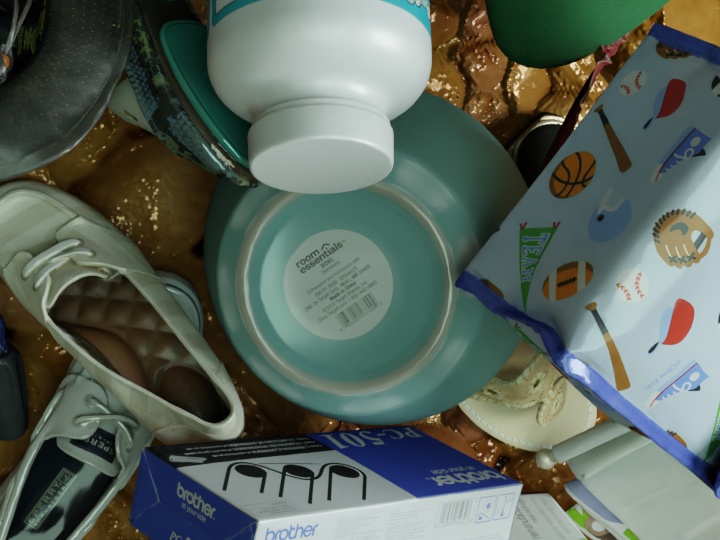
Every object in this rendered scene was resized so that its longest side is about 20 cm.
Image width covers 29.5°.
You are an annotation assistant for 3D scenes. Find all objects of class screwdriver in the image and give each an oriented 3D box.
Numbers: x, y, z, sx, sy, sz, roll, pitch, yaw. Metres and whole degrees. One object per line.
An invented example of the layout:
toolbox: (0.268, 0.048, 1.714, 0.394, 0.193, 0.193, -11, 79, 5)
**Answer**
screwdriver: (-0.205, 0.013, 0.748, 0.028, 0.029, 0.201, -15, 128, -21)

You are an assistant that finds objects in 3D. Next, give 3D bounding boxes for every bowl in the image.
bowl: (0.000, 0.000, 0.745, 0.199, 0.105, 0.203, 1, 99, 7)

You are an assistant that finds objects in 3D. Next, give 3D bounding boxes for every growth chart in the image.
growth chart: (0.203, 0.161, 0.870, 0.144, 0.018, 0.200, -27, 116, 36)

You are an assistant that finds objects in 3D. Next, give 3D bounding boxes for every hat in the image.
hat: (-0.214, -0.120, 0.672, 0.199, 0.081, 0.202, 3, 77, -14)
hat: (0.104, -0.126, 0.763, 0.165, 0.200, 0.177, 34, 129, 22)

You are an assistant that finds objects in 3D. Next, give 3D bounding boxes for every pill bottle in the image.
pill bottle: (-0.021, -0.144, 0.674, 0.110, 0.111, 0.202, 3, 72, -12)

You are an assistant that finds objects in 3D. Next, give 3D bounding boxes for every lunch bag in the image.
lunch bag: (0.180, 0.010, 0.676, 0.170, 0.124, 0.200, -50, 125, 3)

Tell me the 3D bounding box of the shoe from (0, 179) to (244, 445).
shoe: (-0.134, 0.021, 0.746, 0.070, 0.053, 0.200, -43, 83, -14)

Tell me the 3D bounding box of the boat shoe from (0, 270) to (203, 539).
boat shoe: (-0.150, 0.096, 0.790, 0.073, 0.065, 0.201, 26, 97, -16)

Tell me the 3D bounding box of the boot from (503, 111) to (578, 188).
boot: (0.174, -0.004, 0.794, 0.077, 0.138, 0.200, -45, 108, 2)

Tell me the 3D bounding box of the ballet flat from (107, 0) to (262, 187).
ballet flat: (-0.113, -0.119, 0.716, 0.074, 0.074, 0.201, -26, 79, -4)

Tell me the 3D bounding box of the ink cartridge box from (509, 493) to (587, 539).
ink cartridge box: (0.042, 0.205, 0.817, 0.198, 0.146, 0.085, -2, 105, -12)

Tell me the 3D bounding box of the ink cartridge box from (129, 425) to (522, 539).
ink cartridge box: (-0.013, 0.122, 0.724, 0.199, 0.094, 0.045, 2, 105, -46)

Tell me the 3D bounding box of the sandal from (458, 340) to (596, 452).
sandal: (0.079, 0.046, 0.823, 0.078, 0.070, 0.212, -40, 109, 0)
